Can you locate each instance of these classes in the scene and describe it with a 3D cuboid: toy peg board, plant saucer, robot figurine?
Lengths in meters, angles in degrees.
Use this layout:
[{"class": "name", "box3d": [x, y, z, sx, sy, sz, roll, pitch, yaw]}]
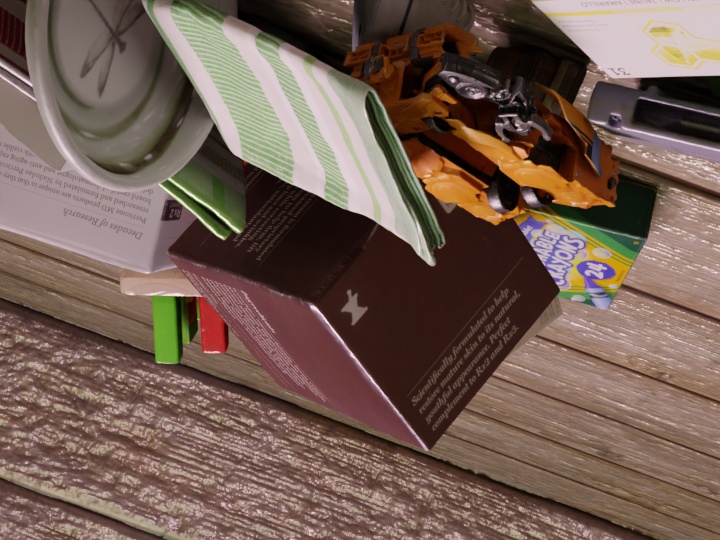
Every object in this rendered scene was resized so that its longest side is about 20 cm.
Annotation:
[{"class": "toy peg board", "box3d": [-0.107, 0.012, 1.486, 0.199, 0.098, 0.200, 1, -156, 4]}, {"class": "plant saucer", "box3d": [-0.151, -0.151, 0.976, 0.050, 0.201, 0.200, 10, 164, 28]}, {"class": "robot figurine", "box3d": [0.066, -0.088, 0.962, 0.145, 0.058, 0.200, -8, 153, 38]}]

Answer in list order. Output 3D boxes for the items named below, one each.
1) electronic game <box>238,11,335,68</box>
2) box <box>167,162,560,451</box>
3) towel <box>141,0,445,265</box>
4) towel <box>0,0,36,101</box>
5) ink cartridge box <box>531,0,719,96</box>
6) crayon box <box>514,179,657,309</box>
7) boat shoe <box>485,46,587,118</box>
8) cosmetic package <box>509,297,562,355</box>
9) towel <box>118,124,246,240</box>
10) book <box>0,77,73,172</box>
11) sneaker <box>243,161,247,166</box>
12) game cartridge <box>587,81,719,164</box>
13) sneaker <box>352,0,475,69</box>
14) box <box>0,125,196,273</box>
[{"class": "electronic game", "box3d": [-0.095, -0.155, 1.238, 0.200, 0.042, 0.200, 20, 167, 5]}, {"class": "box", "box3d": [0.000, 0.000, 1.160, 0.200, 0.166, 0.164, 18, 151, 52]}, {"class": "towel", "box3d": [-0.041, -0.089, 0.945, 0.200, 0.023, 0.153, 32, 160, 38]}, {"class": "towel", "box3d": [-0.259, -0.192, 1.080, 0.144, 0.023, 0.200, 33, -156, -26]}, {"class": "ink cartridge box", "box3d": [0.204, -0.129, 0.879, 0.145, 0.048, 0.200, 7, 159, 46]}, {"class": "crayon box", "box3d": [0.122, -0.041, 1.258, 0.200, 0.052, 0.126, 16, 152, 2]}, {"class": "boat shoe", "box3d": [0.097, -0.105, 1.101, 0.067, 0.072, 0.200, 26, 161, -2]}, {"class": "cosmetic package", "box3d": [0.086, 0.053, 1.469, 0.105, 0.200, 0.071, 5, 121, 45]}, {"class": "towel", "box3d": [-0.146, -0.110, 1.113, 0.149, 0.031, 0.200, 35, -157, -23]}, {"class": "book", "box3d": [-0.208, -0.133, 1.129, 0.134, 0.048, 0.200, 42, -162, 9]}, {"class": "sneaker", "box3d": [-0.047, -0.055, 1.305, 0.079, 0.095, 0.200, -120, 14, -47]}, {"class": "game cartridge", "box3d": [0.250, -0.078, 0.971, 0.200, 0.038, 0.130, 16, -172, 19]}, {"class": "sneaker", "box3d": [0.034, -0.168, 0.963, 0.071, 0.073, 0.200, -8, 165, -5]}, {"class": "box", "box3d": [-0.214, -0.092, 1.342, 0.200, 0.131, 0.199, 17, -171, 14]}]
